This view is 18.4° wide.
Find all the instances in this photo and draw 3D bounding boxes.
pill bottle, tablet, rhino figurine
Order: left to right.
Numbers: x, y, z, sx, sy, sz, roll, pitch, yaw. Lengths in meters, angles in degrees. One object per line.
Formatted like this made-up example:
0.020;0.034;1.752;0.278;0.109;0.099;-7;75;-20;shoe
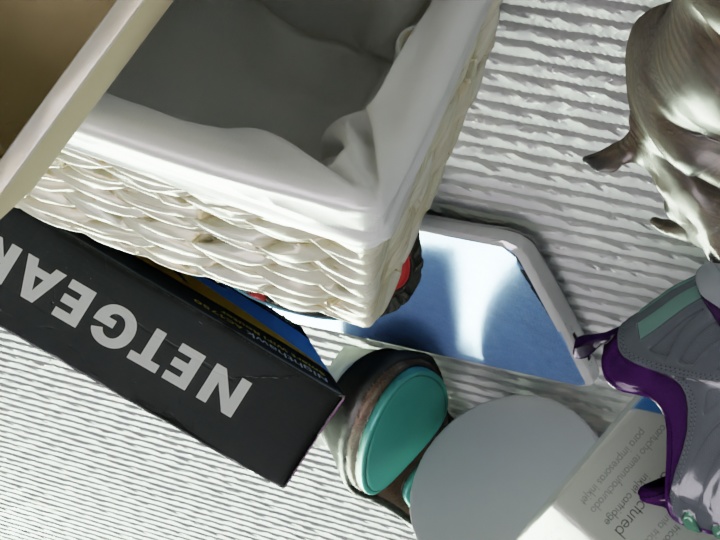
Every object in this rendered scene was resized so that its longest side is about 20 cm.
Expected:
0.000;0.000;0.978;0.200;0.014;0.130;12;155;28;tablet
0.105;0.149;1.072;0.116;0.116;0.200;8;153;32;pill bottle
0.120;-0.053;0.683;0.087;0.060;0.200;42;159;7;rhino figurine

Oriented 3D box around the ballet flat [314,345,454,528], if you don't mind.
0.011;0.079;1.073;0.068;0.068;0.200;37;168;27;ballet flat

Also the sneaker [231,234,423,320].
-0.065;-0.041;0.900;0.200;0.079;0.096;27;175;2;sneaker

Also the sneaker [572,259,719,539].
0.160;0.092;0.833;0.087;0.074;0.200;-29;88;22;sneaker

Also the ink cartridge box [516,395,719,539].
0.176;0.126;0.883;0.200;0.116;0.067;41;157;6;ink cartridge box

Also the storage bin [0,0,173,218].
-0.124;-0.127;0.551;0.199;0.094;0.200;40;120;-2;storage bin

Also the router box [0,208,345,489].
-0.111;0.008;0.943;0.200;0.051;0.149;31;-176;-13;router box

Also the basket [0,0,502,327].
-0.058;-0.079;0.705;0.200;0.136;0.123;19;159;11;basket
